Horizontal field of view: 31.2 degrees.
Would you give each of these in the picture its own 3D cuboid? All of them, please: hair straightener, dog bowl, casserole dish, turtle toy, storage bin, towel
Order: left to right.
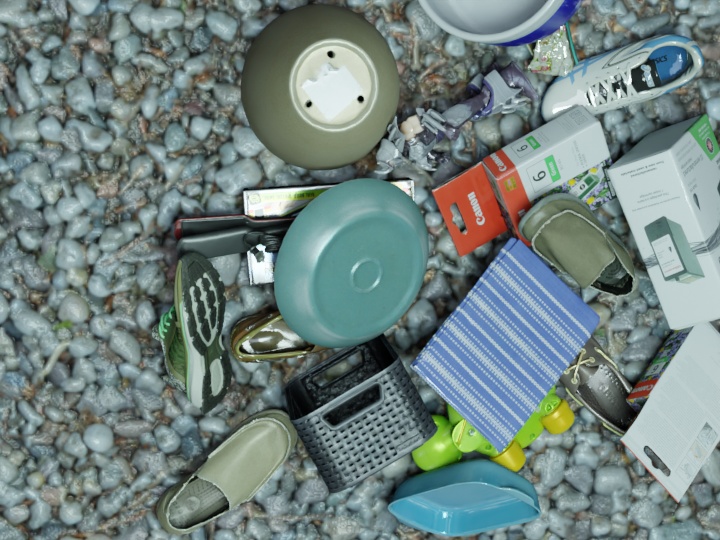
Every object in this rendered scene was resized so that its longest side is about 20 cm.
[{"bbox_3d":[-0.107,-0.027,1.435,0.197,0.077,0.041,-1,130,-11],"label":"hair straightener"},{"bbox_3d":[-0.003,0.153,1.436,0.134,0.200,0.095,-30,100,-1],"label":"storage bin"},{"bbox_3d":[0.120,0.261,1.488,0.120,0.199,0.039,29,56,-29],"label":"casserole dish"},{"bbox_3d":[0.142,0.161,1.498,0.199,0.101,0.147,-38,98,-8],"label":"turtle toy"},{"bbox_3d":[0.154,-0.347,1.403,0.197,0.078,0.204,2,94,30],"label":"dog bowl"},{"bbox_3d":[0.164,0.080,1.442,0.145,0.024,0.201,42,75,-6],"label":"towel"}]

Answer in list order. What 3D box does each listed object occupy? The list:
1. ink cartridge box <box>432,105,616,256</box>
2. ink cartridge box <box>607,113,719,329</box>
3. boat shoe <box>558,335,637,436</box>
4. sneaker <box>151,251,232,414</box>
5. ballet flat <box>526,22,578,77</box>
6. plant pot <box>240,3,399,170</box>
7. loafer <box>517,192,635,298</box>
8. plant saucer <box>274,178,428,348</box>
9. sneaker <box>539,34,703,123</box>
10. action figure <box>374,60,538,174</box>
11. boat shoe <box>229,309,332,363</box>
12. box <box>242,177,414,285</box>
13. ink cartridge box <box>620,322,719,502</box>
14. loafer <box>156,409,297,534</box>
[{"bbox_3d":[0.192,-0.090,1.474,0.198,0.051,0.110,-29,127,-2],"label":"ink cartridge box"},{"bbox_3d":[0.375,-0.056,1.471,0.083,0.146,0.202,-17,102,37],"label":"ink cartridge box"},{"bbox_3d":[0.269,0.121,1.532,0.072,0.060,0.200,-43,99,1],"label":"boat shoe"},{"bbox_3d":[-0.202,0.068,1.444,0.087,0.077,0.203,14,124,23],"label":"sneaker"},{"bbox_3d":[0.199,-0.317,1.466,0.063,0.076,0.203,-11,95,13],"label":"ballet flat"},{"bbox_3d":[-0.035,-0.197,1.390,0.184,0.200,0.191,-1,98,-6],"label":"plant pot"},{"bbox_3d":[0.255,-0.024,1.460,0.199,0.070,0.075,24,117,-42],"label":"loafer"},{"bbox_3d":[0.000,0.000,1.428,0.198,0.036,0.203,-13,118,-27],"label":"plant saucer"},{"bbox_3d":[0.300,-0.220,1.487,0.198,0.073,0.073,-23,101,-1],"label":"sneaker"},{"bbox_3d":[0.097,-0.164,1.451,0.199,0.130,0.070,-33,88,-9],"label":"action figure"},{"bbox_3d":[-0.053,0.067,1.487,0.197,0.068,0.073,-19,99,-3],"label":"boat shoe"},{"bbox_3d":[-0.034,-0.046,1.492,0.197,0.035,0.112,-5,98,-5],"label":"box"},{"bbox_3d":[0.374,0.162,1.511,0.109,0.050,0.200,46,64,-10],"label":"ink cartridge box"},{"bbox_3d":[-0.153,0.243,1.499,0.200,0.068,0.076,-42,99,0],"label":"loafer"}]
